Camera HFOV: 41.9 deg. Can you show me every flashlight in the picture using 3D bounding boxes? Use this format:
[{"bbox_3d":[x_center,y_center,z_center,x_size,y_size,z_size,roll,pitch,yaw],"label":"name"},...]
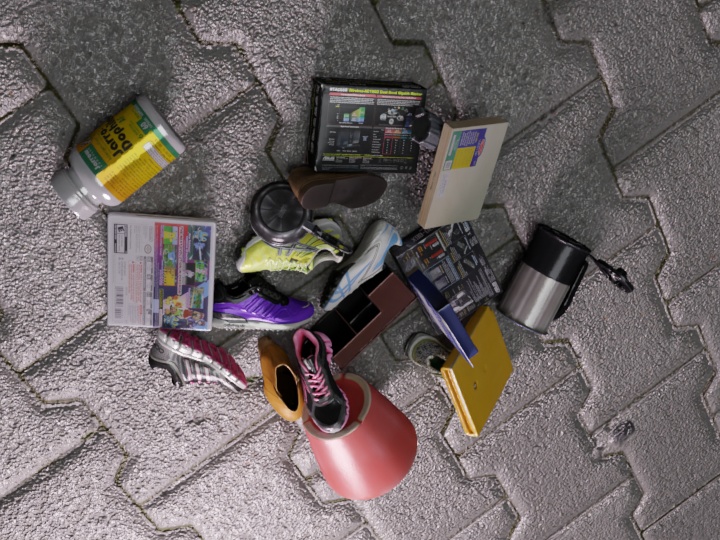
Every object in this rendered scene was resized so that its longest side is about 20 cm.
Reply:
[{"bbox_3d":[0.159,-0.220,1.655,0.199,0.068,0.068,13,113,-52],"label":"flashlight"}]

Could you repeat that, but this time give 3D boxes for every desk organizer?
[{"bbox_3d":[0.004,0.082,1.762,0.200,0.072,0.077,-44,117,1],"label":"desk organizer"}]

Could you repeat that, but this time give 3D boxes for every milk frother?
[{"bbox_3d":[0.398,0.041,1.822,0.179,0.200,0.190,18,105,-30],"label":"milk frother"}]

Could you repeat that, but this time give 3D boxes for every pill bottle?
[{"bbox_3d":[-0.385,-0.175,1.483,0.199,0.113,0.113,-38,119,-1],"label":"pill bottle"}]

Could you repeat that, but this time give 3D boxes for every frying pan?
[{"bbox_3d":[-0.112,-0.072,1.623,0.115,0.031,0.190,-39,85,-13],"label":"frying pan"}]

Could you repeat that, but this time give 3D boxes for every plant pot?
[{"bbox_3d":[-0.013,0.298,1.755,0.199,0.201,0.178,-34,133,-4],"label":"plant pot"}]

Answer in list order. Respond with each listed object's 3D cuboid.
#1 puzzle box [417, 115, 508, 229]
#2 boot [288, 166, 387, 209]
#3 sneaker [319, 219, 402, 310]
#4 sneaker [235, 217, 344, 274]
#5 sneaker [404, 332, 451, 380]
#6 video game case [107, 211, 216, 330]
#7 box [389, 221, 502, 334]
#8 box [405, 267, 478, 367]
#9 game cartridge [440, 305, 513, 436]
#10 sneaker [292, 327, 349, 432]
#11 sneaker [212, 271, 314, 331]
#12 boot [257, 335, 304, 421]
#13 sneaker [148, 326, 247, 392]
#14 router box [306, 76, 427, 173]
[{"bbox_3d":[0.179,-0.172,1.650,0.132,0.025,0.202,-11,130,-34],"label":"puzzle box"},{"bbox_3d":[-0.038,-0.155,1.651,0.198,0.076,0.074,-5,131,-40],"label":"boot"},{"bbox_3d":[0.000,0.000,1.724,0.072,0.072,0.201,38,95,-19],"label":"sneaker"},{"bbox_3d":[-0.121,-0.032,1.651,0.198,0.077,0.076,-18,150,-11],"label":"sneaker"},{"bbox_3d":[0.181,0.197,1.866,0.198,0.089,0.078,24,102,-27],"label":"sneaker"},{"bbox_3d":[-0.339,0.003,1.603,0.179,0.023,0.203,4,110,-6],"label":"video game case"},{"bbox_3d":[0.165,0.000,1.800,0.157,0.050,0.201,-34,119,-4],"label":"box"},{"bbox_3d":[0.151,0.083,1.687,0.032,0.200,0.122,-34,119,-1],"label":"box"},{"bbox_3d":[0.233,0.194,1.854,0.200,0.032,0.178,-53,130,-43],"label":"game cartridge"},{"bbox_3d":[-0.079,0.190,1.672,0.078,0.202,0.096,-22,153,5],"label":"sneaker"},{"bbox_3d":[-0.173,0.050,1.682,0.197,0.070,0.101,0,109,-21],"label":"sneaker"},{"bbox_3d":[-0.137,0.228,1.727,0.070,0.144,0.203,-23,118,-9],"label":"boot"},{"bbox_3d":[-0.297,0.175,1.688,0.199,0.074,0.088,32,104,-29],"label":"sneaker"},{"bbox_3d":[0.009,-0.251,1.628,0.197,0.062,0.152,-1,112,-20],"label":"router box"}]
